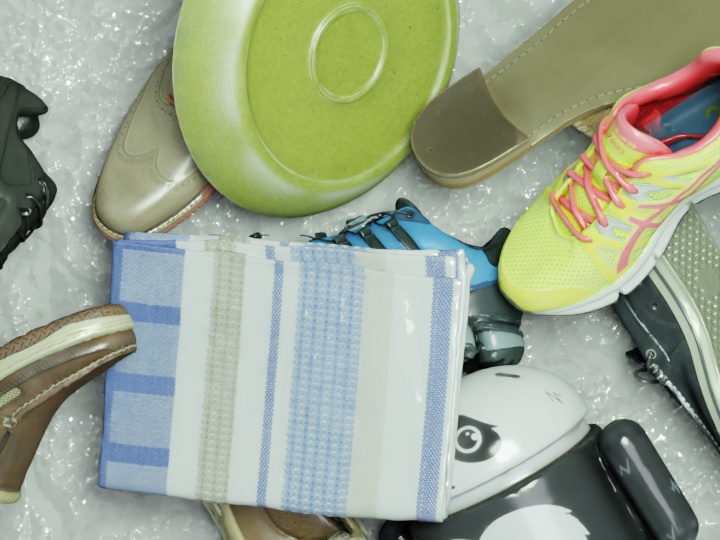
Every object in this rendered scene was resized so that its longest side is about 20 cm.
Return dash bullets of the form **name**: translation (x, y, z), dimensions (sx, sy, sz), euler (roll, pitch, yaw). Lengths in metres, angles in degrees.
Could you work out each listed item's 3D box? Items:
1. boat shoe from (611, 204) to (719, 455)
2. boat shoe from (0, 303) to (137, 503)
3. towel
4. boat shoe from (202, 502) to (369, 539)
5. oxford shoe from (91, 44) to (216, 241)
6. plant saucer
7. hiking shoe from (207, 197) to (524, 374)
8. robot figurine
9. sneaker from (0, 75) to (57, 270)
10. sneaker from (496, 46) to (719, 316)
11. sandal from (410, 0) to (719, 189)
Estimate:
- **boat shoe**: translation (0.189, 0.041, 1.678), dimensions (0.075, 0.062, 0.201), euler (-26, 86, -46)
- **boat shoe**: translation (-0.197, 0.089, 1.584), dimensions (0.202, 0.075, 0.075), euler (-29, 85, 19)
- **towel**: translation (-0.041, 0.055, 1.579), dimensions (0.199, 0.024, 0.148), euler (4, 92, 12)
- **boat shoe**: translation (-0.043, 0.145, 1.633), dimensions (0.073, 0.063, 0.200), euler (-40, 92, -10)
- **oxford shoe**: translation (-0.090, -0.106, 1.627), dimensions (0.070, 0.075, 0.200), euler (28, 77, 17)
- **plant saucer**: translation (-0.014, -0.122, 1.614), dimensions (0.199, 0.031, 0.201), euler (-16, 116, -37)
- **hiking shoe**: translation (0.000, 0.000, 1.654), dimensions (0.199, 0.074, 0.087), euler (13, 75, -18)
- **robot figurine**: translation (0.098, 0.151, 1.626), dimensions (0.150, 0.125, 0.201), euler (-29, 94, -9)
- **sneaker**: translation (-0.211, -0.028, 1.587), dimensions (0.090, 0.076, 0.201), euler (14, 61, -18)
- **sneaker**: translation (0.146, -0.056, 1.604), dimensions (0.200, 0.090, 0.078), euler (-42, 58, 11)
- **sandal**: translation (0.128, -0.103, 1.663), dimensions (0.211, 0.070, 0.078), euler (-28, 68, -1)
